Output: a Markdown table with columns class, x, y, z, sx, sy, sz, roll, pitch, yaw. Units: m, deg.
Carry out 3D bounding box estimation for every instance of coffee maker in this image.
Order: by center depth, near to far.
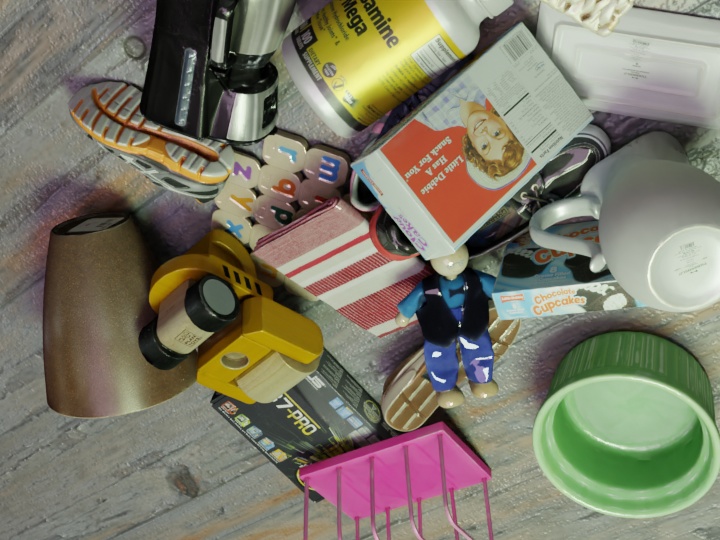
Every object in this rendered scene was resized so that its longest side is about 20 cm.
| class | x | y | z | sx | sy | sz | roll | pitch | yaw |
| --- | --- | --- | --- | --- | --- | --- | --- | --- | --- |
| coffee maker | -0.152 | -0.247 | 1.098 | 0.191 | 0.134 | 0.201 | 36 | 130 | 22 |

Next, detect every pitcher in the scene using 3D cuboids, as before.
| class | x | y | z | sx | sy | sz | roll | pitch | yaw |
| --- | --- | --- | --- | --- | --- | --- | --- | --- | --- |
| pitcher | 0.246 | -0.036 | 1.017 | 0.170 | 0.200 | 0.122 | -25 | 116 | 8 |

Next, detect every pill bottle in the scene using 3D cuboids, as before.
| class | x | y | z | sx | sy | sz | roll | pitch | yaw |
| --- | --- | --- | --- | --- | --- | --- | --- | --- | --- |
| pill bottle | 0.035 | -0.221 | 1.027 | 0.199 | 0.113 | 0.113 | -34 | 109 | 15 |

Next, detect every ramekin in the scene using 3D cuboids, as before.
| class | x | y | z | sx | sy | sz | roll | pitch | yaw |
| --- | --- | --- | --- | --- | --- | --- | --- | --- | --- |
| ramekin | 0.293 | 0.164 | 1.229 | 0.198 | 0.098 | 0.202 | 9 | 126 | 13 |

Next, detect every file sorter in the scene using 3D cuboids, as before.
| class | x | y | z | sx | sy | sz | roll | pitch | yaw |
| --- | --- | --- | --- | --- | --- | --- | --- | --- | --- |
| file sorter | 0.045 | 0.292 | 1.346 | 0.199 | 0.126 | 0.139 | -21 | 137 | 22 |

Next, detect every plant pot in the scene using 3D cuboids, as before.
| class | x | y | z | sx | sy | sz | roll | pitch | yaw |
| --- | --- | --- | --- | --- | --- | --- | --- | --- | --- |
| plant pot | -0.293 | 0.040 | 1.315 | 0.185 | 0.187 | 0.202 | -1 | 109 | 19 |

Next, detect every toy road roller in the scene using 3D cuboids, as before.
| class | x | y | z | sx | sy | sz | roll | pitch | yaw |
| --- | --- | --- | --- | --- | --- | --- | --- | --- | --- |
| toy road roller | -0.145 | 0.046 | 1.275 | 0.199 | 0.147 | 0.123 | 30 | 130 | -31 |

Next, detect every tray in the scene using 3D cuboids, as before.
| class | x | y | z | sx | sy | sz | roll | pitch | yaw |
| --- | --- | --- | --- | --- | --- | --- | --- | --- | --- |
| tray | 0.258 | -0.189 | 1.046 | 0.198 | 0.022 | 0.108 | 11 | 125 | 12 |

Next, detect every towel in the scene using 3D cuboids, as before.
| class | x | y | z | sx | sy | sz | roll | pitch | yaw |
| --- | --- | --- | --- | --- | --- | --- | --- | --- | --- |
| towel | 0.000 | 0.000 | 1.221 | 0.199 | 0.023 | 0.143 | 36 | 140 | -29 |

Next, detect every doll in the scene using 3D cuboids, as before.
| class | x | y | z | sx | sy | sz | roll | pitch | yaw |
| --- | --- | --- | --- | --- | --- | --- | --- | --- | --- |
| doll | 0.104 | 0.049 | 1.183 | 0.135 | 0.049 | 0.201 | -15 | 124 | -3 |

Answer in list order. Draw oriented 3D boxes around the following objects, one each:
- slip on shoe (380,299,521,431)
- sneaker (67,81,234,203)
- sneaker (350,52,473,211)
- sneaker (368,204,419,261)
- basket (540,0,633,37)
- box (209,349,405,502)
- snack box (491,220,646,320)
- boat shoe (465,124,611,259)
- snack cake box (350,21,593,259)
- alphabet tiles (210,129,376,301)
| class | x | y | z | sx | sy | sz | roll | pitch | yaw |
| --- | --- | --- | --- | --- | --- | --- | --- | --- | --- |
| slip on shoe | 0.098 | 0.098 | 1.277 | 0.076 | 0.061 | 0.200 | 32 | 112 | -24 |
| sneaker | -0.232 | -0.134 | 1.223 | 0.199 | 0.079 | 0.077 | 30 | 149 | 7 |
| sneaker | 0.049 | -0.138 | 1.115 | 0.070 | 0.082 | 0.201 | 30 | 127 | 2 |
| sneaker | 0.091 | -0.084 | 1.092 | 0.200 | 0.098 | 0.071 | -43 | 95 | 4 |
| basket | 0.182 | -0.326 | 0.872 | 0.160 | 0.201 | 0.199 | 30 | 128 | -10 |
| box | -0.064 | 0.184 | 1.398 | 0.161 | 0.049 | 0.200 | -33 | 109 | 30 |
| snack box | 0.238 | -0.007 | 1.119 | 0.198 | 0.117 | 0.037 | -7 | 121 | 23 |
| boat shoe | 0.169 | -0.071 | 1.135 | 0.069 | 0.057 | 0.200 | 44 | 126 | -13 |
| snack cake box | 0.104 | -0.118 | 1.029 | 0.115 | 0.200 | 0.067 | 51 | 160 | -8 |
| alphabet tiles | -0.072 | -0.058 | 1.255 | 0.194 | 0.015 | 0.201 | 19 | 127 | 9 |
